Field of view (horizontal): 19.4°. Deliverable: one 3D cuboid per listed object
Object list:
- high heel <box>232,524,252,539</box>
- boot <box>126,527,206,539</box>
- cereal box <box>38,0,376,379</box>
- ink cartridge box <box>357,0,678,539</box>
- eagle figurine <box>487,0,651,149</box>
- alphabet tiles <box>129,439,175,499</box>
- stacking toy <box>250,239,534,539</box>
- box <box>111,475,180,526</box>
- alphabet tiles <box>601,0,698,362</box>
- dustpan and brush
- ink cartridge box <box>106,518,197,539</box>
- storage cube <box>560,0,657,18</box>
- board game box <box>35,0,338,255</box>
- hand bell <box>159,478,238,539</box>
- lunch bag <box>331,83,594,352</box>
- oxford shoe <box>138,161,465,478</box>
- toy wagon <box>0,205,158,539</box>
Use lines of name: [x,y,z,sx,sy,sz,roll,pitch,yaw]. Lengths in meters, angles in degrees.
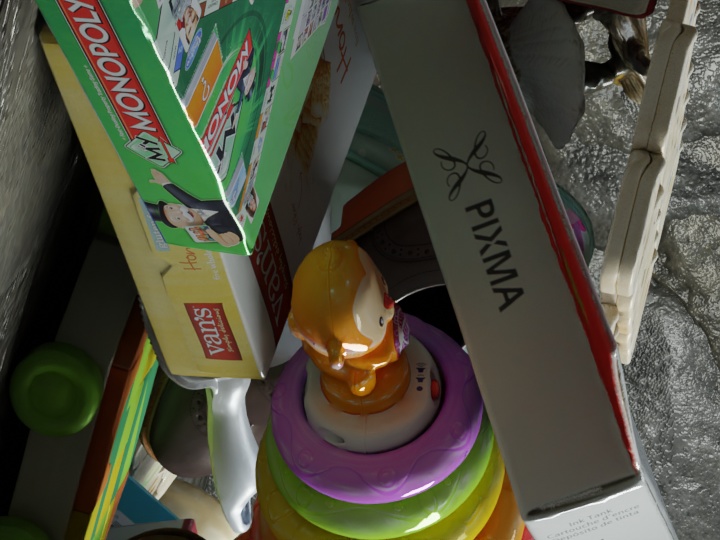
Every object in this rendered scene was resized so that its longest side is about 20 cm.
high heel: [0.010,0.156,1.010,0.199,0.096,0.068,-19,-153,37]
boot: [-0.097,0.135,0.656,0.175,0.066,0.200,-50,172,-19]
cereal box: [-0.035,-0.086,0.680,0.145,0.039,0.201,73,25,-45]
ink cartridge box: [0.044,-0.014,0.671,0.176,0.044,0.201,60,11,-59]
eagle figurine: [0.038,-0.097,0.978,0.151,0.198,0.153,63,24,-55]
alphabet tiles: [-0.102,0.089,1.091,0.196,0.015,0.200,-54,175,-28]
stacking toy: [0.005,0.055,0.698,0.201,0.109,0.117,80,16,-53]
box: [-0.120,0.162,1.054,0.082,0.049,0.200,-50,172,-12]
alphabet tiles: [0.114,-0.024,0.841,0.200,0.014,0.197,59,45,-77]
dustpan and brush: [-0.047,0.014,0.785,0.140,0.057,0.201,-57,139,-56]
ink cartridge box: [-0.098,0.229,0.886,0.146,0.082,0.202,-82,163,-69]
storage cube: [0.067,-0.240,0.868,0.172,0.198,0.181,96,10,-53]
board game box: [-0.030,-0.125,0.568,0.135,0.029,0.201,69,34,-55]
hand bell: [-0.156,0.238,1.344,0.201,0.104,0.104,-58,171,-40]
lunch bag: [0.000,0.000,0.921,0.161,0.199,0.077,-59,-172,29]
oxford shoe: [-0.016,0.033,0.844,0.200,0.071,0.073,-40,-138,26]
toy wagon: [-0.100,0.033,0.800,0.155,0.039,0.202,-75,-178,-73]
